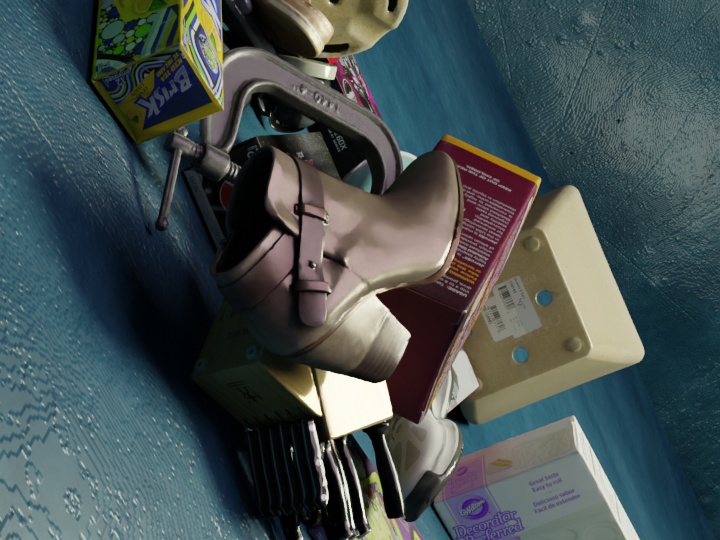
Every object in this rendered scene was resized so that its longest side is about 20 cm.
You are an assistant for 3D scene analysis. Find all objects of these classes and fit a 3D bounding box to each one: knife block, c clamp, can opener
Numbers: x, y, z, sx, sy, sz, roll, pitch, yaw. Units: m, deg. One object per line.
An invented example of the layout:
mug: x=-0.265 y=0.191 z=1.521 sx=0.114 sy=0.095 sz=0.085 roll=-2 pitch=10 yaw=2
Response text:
knife block: x=-0.021 y=0.076 z=1.112 sx=0.176 sy=0.064 sz=0.200 roll=45 pitch=48 yaw=-33
c clamp: x=-0.053 y=-0.070 z=1.190 sx=0.200 sy=0.027 sz=0.171 roll=21 pitch=58 yaw=-30
can opener: x=-0.127 y=-0.221 z=1.326 sx=0.200 sy=0.063 sz=0.079 roll=61 pitch=14 yaw=-25

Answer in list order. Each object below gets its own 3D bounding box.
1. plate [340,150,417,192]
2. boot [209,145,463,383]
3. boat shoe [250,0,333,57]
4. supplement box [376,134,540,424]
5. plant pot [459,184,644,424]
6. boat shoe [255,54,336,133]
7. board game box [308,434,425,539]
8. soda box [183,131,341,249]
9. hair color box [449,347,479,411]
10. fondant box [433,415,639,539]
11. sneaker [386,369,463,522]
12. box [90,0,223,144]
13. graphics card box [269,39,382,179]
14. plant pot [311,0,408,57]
plate: x=0.000 y=0.000 z=1.332 sx=0.200 sy=0.026 sz=0.200 roll=-32 pitch=130 yaw=-47
boot: x=-0.014 y=-0.030 z=1.050 sx=0.146 sy=0.070 sz=0.200 roll=40 pitch=51 yaw=-32
boat shoe: x=-0.076 y=-0.246 z=1.392 sx=0.200 sy=0.069 sz=0.074 roll=44 pitch=-10 yaw=40
supplement box: x=0.052 y=0.002 z=1.235 sx=0.200 sy=0.086 sz=0.110 roll=-56 pitch=169 yaw=-52
plant pot: x=0.152 y=0.040 z=1.683 sx=0.177 sy=0.200 sz=0.200 roll=-9 pitch=76 yaw=-78
boat shoe: x=-0.060 y=-0.152 z=1.462 sx=0.199 sy=0.074 sz=0.066 roll=-149 pitch=-111 yaw=-75
board game box: x=0.017 y=0.210 z=1.256 sx=0.200 sy=0.032 sz=0.120 roll=58 pitch=12 yaw=-32
soda box: x=-0.068 y=-0.064 z=1.297 sx=0.071 sy=0.063 sz=0.200 roll=67 pitch=13 yaw=0
hair color box: x=0.045 y=0.078 z=1.507 sx=0.111 sy=0.064 sz=0.200 roll=67 pitch=12 yaw=1
fondant box: x=0.171 y=0.244 z=1.550 sx=0.200 sy=0.144 sz=0.058 roll=60 pitch=16 yaw=-27
sneaker: x=0.008 y=0.103 z=1.243 sx=0.115 sy=0.076 sz=0.201 roll=33 pitch=19 yaw=-13
box: x=-0.141 y=-0.180 z=1.186 sx=0.200 sy=0.070 sz=0.064 roll=-97 pitch=161 yaw=-49
graphics card box: x=-0.026 y=-0.175 z=1.675 sx=0.125 sy=0.051 sz=0.200 roll=-56 pitch=123 yaw=-74
plant pot: x=-0.036 y=-0.302 z=1.530 sx=0.200 sy=0.200 sz=0.184 roll=52 pitch=22 yaw=-49
